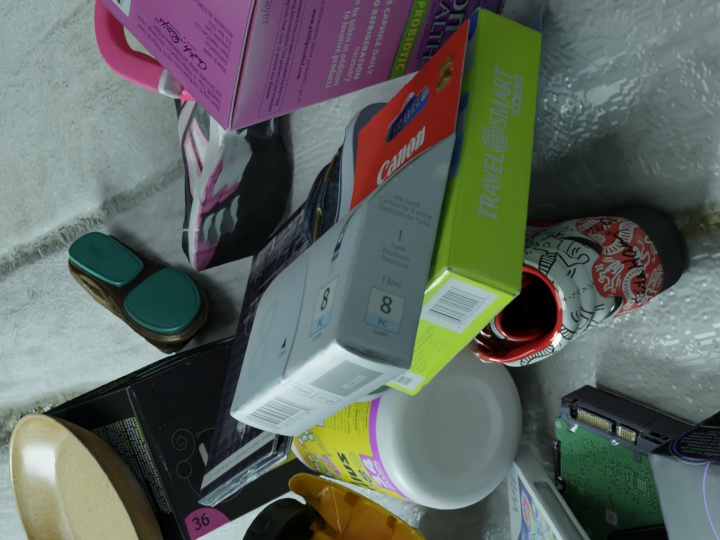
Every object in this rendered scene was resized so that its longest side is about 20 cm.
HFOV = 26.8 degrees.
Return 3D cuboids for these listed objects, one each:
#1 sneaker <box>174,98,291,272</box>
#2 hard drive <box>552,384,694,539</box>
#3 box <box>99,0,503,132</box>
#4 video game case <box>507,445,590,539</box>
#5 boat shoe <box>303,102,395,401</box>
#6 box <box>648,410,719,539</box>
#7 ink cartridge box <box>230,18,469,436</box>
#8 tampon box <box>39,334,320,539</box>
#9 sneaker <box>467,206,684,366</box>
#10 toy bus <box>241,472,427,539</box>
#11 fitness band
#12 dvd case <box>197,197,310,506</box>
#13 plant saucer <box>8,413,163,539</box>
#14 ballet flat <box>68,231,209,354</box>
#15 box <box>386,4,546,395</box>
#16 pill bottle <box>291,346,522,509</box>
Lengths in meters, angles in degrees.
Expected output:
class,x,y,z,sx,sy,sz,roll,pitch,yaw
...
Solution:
class,x,y,z,sx,sy,sz,roll,pitch,yaw
sneaker,-0.099,-0.101,1.094,0.086,0.080,0.202,36,122,43
hard drive,0.178,0.181,0.900,0.139,0.038,0.202,20,124,46
box,-0.040,-0.189,0.851,0.176,0.199,0.097,45,139,27
video game case,0.123,0.210,0.896,0.200,0.018,0.145,-118,21,-70
boat shoe,0.000,0.000,0.956,0.091,0.070,0.202,130,152,-58
box,0.240,0.168,0.752,0.122,0.105,0.202,1,109,54
ink cartridge box,-0.006,-0.024,0.816,0.160,0.047,0.202,141,144,-61
tampon box,-0.144,0.137,1.202,0.199,0.149,0.128,-19,93,55
sneaker,0.082,0.014,0.876,0.201,0.107,0.068,-15,96,55
toy bus,-0.013,0.263,1.054,0.135,0.202,0.192,25,173,26
fitness band,-0.126,-0.196,1.043,0.199,0.037,0.145,29,104,52
dvd case,-0.063,0.053,1.052,0.149,0.016,0.202,-40,34,58
plant saucer,-0.201,0.196,1.147,0.199,0.035,0.202,29,130,40
ballet flat,-0.180,0.030,1.276,0.199,0.068,0.073,26,147,44
box,0.050,-0.048,0.833,0.122,0.047,0.202,130,155,-51
pill bottle,0.013,0.093,1.004,0.199,0.103,0.105,2,110,61
